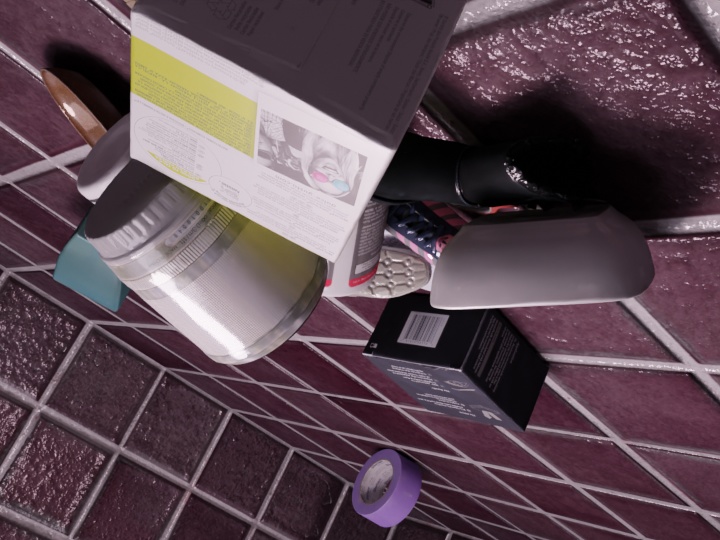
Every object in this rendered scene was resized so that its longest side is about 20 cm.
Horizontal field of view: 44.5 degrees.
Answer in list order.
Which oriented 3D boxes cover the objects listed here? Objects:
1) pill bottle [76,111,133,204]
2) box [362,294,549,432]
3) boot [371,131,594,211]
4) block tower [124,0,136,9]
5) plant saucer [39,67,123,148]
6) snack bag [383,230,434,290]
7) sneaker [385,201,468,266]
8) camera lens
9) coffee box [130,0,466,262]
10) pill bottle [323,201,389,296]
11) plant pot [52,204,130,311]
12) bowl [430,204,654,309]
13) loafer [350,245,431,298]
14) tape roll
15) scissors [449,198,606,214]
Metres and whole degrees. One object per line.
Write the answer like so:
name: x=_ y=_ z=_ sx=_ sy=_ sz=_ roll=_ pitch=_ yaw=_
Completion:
pill bottle: x=-0.198 y=-0.071 z=0.965 sx=0.114 sy=0.115 sz=0.200 roll=1 pitch=147 yaw=49
box: x=0.147 y=0.139 z=1.348 sx=0.196 sy=0.118 sz=0.200 roll=5 pitch=150 yaw=45
boot: x=0.104 y=-0.094 z=0.822 sx=0.198 sy=0.074 sz=0.162 roll=6 pitch=179 yaw=-29
block tower: x=-0.244 y=-0.322 z=0.793 sx=0.058 sy=0.054 sz=0.200 roll=4 pitch=150 yaw=45
plant saucer: x=-0.352 y=-0.198 z=1.191 sx=0.200 sy=0.037 sz=0.201 roll=42 pitch=163 yaw=16
snack bag: x=0.081 y=-0.008 z=1.160 sx=0.188 sy=0.021 sz=0.200 roll=16 pitch=161 yaw=-6
sneaker: x=0.085 y=-0.046 z=1.001 sx=0.200 sy=0.070 sz=0.082 roll=32 pitch=-172 yaw=-8
camera lens: x=-0.141 y=-0.020 z=0.849 sx=0.160 sy=0.160 sz=0.200 roll=1 pitch=142 yaw=50
coffee box: x=-0.049 y=-0.165 z=0.701 sx=0.199 sy=0.200 sz=0.198 roll=27 pitch=153 yaw=-2
pill bottle: x=-0.022 y=-0.080 z=0.942 sx=0.110 sy=0.111 sz=0.201 roll=21 pitch=129 yaw=14
plant pot: x=-0.477 y=-0.042 z=1.655 sx=0.141 sy=0.142 sz=0.200 roll=30 pitch=152 yaw=-8
bowl: x=0.175 y=-0.018 z=0.845 sx=0.199 sy=0.075 sz=0.200 roll=-2 pitch=-171 yaw=23
loafer: x=0.000 y=0.000 z=1.128 sx=0.199 sy=0.070 sz=0.070 roll=-1 pitch=-170 yaw=24
tape roll: x=0.073 y=0.610 z=2.474 sx=0.085 sy=0.200 sz=0.200 roll=36 pitch=158 yaw=-26
scissors: x=0.172 y=-0.075 z=0.950 sx=0.199 sy=0.014 sz=0.073 roll=13 pitch=154 yaw=30
